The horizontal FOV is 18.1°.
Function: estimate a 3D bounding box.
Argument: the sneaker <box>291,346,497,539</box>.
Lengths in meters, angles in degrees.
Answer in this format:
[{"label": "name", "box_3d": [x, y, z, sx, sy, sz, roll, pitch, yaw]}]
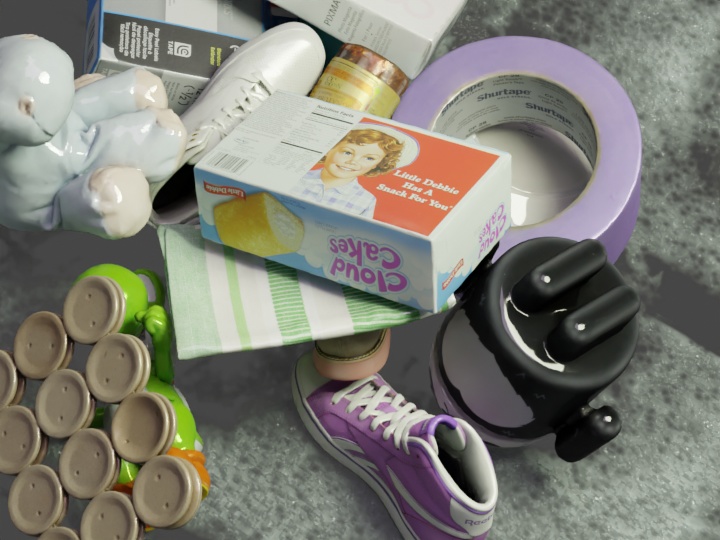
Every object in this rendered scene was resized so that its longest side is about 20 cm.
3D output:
[{"label": "sneaker", "box_3d": [0.031, 0.111, 1.643, 0.073, 0.114, 0.201, -33, 69, -29]}]

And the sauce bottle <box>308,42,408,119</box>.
[{"label": "sauce bottle", "box_3d": [-0.036, -0.078, 1.739, 0.066, 0.066, 0.200, 29, 81, 5]}]

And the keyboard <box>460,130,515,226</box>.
[{"label": "keyboard", "box_3d": [0.099, -0.024, 1.804, 0.056, 0.011, 0.200, -20, 66, -3]}]

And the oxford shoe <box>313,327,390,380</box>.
[{"label": "oxford shoe", "box_3d": [0.000, 0.000, 1.703, 0.071, 0.074, 0.200, -3, 31, 3]}]

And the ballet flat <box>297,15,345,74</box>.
[{"label": "ballet flat", "box_3d": [-0.003, -0.151, 1.837, 0.073, 0.073, 0.201, -4, 61, -18]}]

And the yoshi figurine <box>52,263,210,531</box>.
[{"label": "yoshi figurine", "box_3d": [-0.170, 0.077, 1.617, 0.112, 0.112, 0.201, -4, 55, -10]}]

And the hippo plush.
[{"label": "hippo plush", "box_3d": [-0.239, -0.115, 1.634, 0.199, 0.161, 0.160, -9, 48, 31]}]

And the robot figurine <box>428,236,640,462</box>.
[{"label": "robot figurine", "box_3d": [0.125, 0.053, 1.653, 0.124, 0.200, 0.151, 11, 62, -16]}]

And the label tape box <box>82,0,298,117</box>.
[{"label": "label tape box", "box_3d": [-0.120, -0.186, 1.821, 0.199, 0.066, 0.144, 9, 52, -15]}]

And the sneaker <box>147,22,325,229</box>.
[{"label": "sneaker", "box_3d": [-0.093, -0.103, 1.712, 0.200, 0.116, 0.074, -42, 113, -3]}]

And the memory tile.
[{"label": "memory tile", "box_3d": [-0.195, 0.115, 1.574, 0.017, 0.153, 0.200, 20, 39, -55]}]

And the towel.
[{"label": "towel", "box_3d": [-0.041, -0.001, 1.623, 0.199, 0.023, 0.153, -8, 37, -6]}]

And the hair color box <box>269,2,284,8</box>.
[{"label": "hair color box", "box_3d": [-0.048, -0.316, 1.942, 0.110, 0.064, 0.201, 6, 57, -13]}]

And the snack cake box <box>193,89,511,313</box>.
[{"label": "snack cake box", "box_3d": [-0.005, -0.053, 1.615, 0.199, 0.067, 0.115, 18, 42, 26]}]

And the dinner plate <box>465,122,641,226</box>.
[{"label": "dinner plate", "box_3d": [0.141, -0.110, 1.880, 0.199, 0.024, 0.201, 8, 54, -11]}]

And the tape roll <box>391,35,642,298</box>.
[{"label": "tape roll", "box_3d": [0.121, -0.077, 1.773, 0.199, 0.085, 0.201, -2, 67, 5]}]

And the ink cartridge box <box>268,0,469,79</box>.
[{"label": "ink cartridge box", "box_3d": [-0.011, -0.249, 1.816, 0.200, 0.057, 0.163, 32, 38, 0]}]
